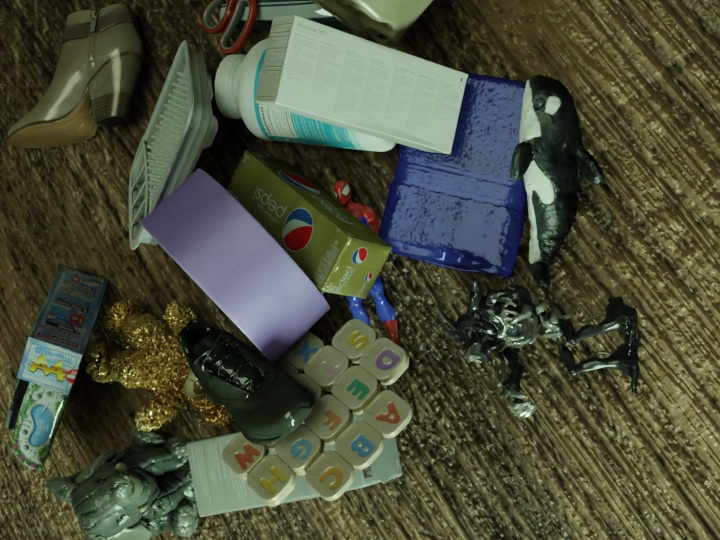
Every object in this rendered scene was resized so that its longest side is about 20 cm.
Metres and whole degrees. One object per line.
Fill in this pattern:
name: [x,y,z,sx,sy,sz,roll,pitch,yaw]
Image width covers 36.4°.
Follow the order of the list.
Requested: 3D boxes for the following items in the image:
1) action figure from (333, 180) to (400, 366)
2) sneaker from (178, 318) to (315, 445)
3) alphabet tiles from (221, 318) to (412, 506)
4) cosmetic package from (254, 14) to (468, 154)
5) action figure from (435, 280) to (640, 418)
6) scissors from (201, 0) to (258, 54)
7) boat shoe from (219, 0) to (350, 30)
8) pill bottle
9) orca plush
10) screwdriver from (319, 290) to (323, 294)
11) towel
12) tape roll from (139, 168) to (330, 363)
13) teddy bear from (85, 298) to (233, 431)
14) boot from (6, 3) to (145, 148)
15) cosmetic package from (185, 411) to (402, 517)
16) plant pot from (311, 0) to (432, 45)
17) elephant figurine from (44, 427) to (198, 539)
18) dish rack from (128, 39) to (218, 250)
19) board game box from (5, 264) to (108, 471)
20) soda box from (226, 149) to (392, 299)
action figure: [0.000,0.000,1.166,0.065,0.052,0.201,-17,78,25]
sneaker: [-0.123,0.107,1.089,0.076,0.091,0.200,-48,37,-18]
alphabet tiles: [-0.046,0.136,1.086,0.200,0.015,0.195,-45,42,-11]
cosmetic package: [0.004,-0.174,1.043,0.051,0.199,0.083,19,95,58]
action figure: [0.164,0.070,1.052,0.199,0.102,0.119,2,128,18]
scissors: [-0.113,-0.332,1.187,0.073,0.014,0.200,40,108,32]
boat shoe: [-0.067,-0.314,1.199,0.200,0.071,0.091,6,93,26]
pill bottle: [-0.053,-0.189,1.164,0.199,0.111,0.111,9,90,24]
orca plush: [0.194,-0.084,1.048,0.071,0.105,0.201,6,91,34]
screwdriver: [-0.066,0.077,1.200,0.029,0.028,0.200,39,102,51]
towel: [0.108,-0.101,1.126,0.147,0.050,0.201,14,92,17]
tape roll: [-0.129,-0.004,1.128,0.085,0.200,0.200,-43,70,-7]
teddy bear: [-0.222,0.103,1.232,0.200,0.067,0.145,39,79,25]
boot: [-0.345,-0.237,1.326,0.199,0.070,0.147,-9,77,22]
cosmetic package: [-0.068,0.198,1.150,0.199,0.107,0.091,-17,80,20]
plant pot: [0.028,-0.333,1.072,0.200,0.200,0.184,34,89,22]
elephant figurine: [-0.266,0.244,1.177,0.141,0.200,0.156,23,102,20]
dish rack: [-0.205,-0.134,1.206,0.200,0.043,0.172,-61,26,32]
board game box: [-0.348,0.110,1.229,0.061,0.200,0.201,19,95,-11]
soda box: [-0.059,-0.050,1.146,0.200,0.068,0.064,42,110,40]
